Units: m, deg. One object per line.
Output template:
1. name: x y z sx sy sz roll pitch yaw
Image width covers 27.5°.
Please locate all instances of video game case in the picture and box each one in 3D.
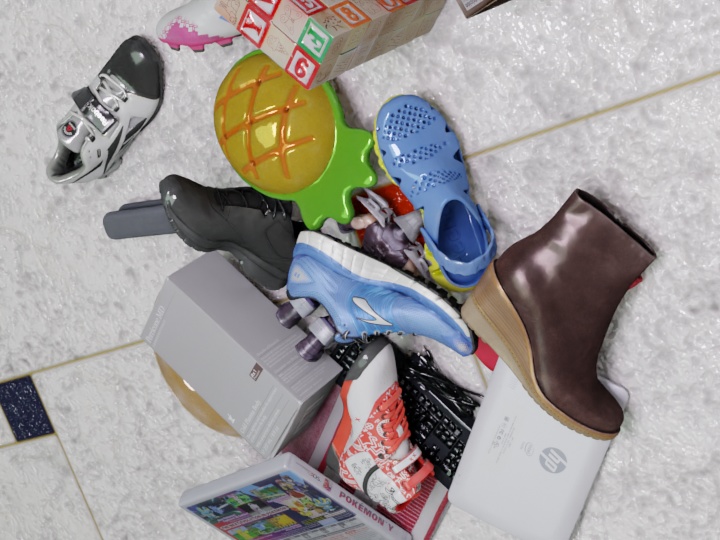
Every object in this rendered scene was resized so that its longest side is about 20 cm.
1. video game case: -0.073 0.271 1.597 0.182 0.023 0.199 38 141 -25

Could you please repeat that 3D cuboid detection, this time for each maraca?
1. maraca: -0.065 -0.129 1.429 0.200 0.107 0.138 43 116 20

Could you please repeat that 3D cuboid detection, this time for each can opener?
1. can opener: -0.196 -0.049 1.595 0.198 0.053 0.067 0 110 35

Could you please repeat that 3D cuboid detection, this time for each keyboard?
1. keyboard: 0.051 0.133 1.494 0.200 0.040 0.104 41 113 14

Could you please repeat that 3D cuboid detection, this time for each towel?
1. towel: 0.010 0.202 1.577 0.199 0.023 0.145 35 126 18

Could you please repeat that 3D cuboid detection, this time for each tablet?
1. tablet: 0.170 0.174 1.435 0.129 0.014 0.201 24 118 13

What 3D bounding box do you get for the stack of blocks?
1. stack of blocks: -0.020 -0.242 1.293 0.115 0.200 0.059 42 130 14

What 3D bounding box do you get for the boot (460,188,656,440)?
1. boot: 0.207 0.045 1.321 0.200 0.072 0.166 43 114 -8

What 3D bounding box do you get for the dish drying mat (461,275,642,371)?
1. dish drying mat: 0.172 0.024 1.390 0.200 0.018 0.077 -37 87 38

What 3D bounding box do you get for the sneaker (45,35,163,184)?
1. sneaker: -0.279 -0.163 1.585 0.074 0.088 0.201 43 126 14

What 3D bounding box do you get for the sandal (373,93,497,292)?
1. sandal: 0.076 -0.071 1.363 0.079 0.087 0.201 -29 101 -5

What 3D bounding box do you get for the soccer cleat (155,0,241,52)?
1. soccer cleat: -0.118 -0.267 1.437 0.198 0.070 0.087 0 118 27

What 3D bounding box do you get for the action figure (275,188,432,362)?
1. action figure: 0.000 0.000 1.470 0.200 0.069 0.131 -43 76 24

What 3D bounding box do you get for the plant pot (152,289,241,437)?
1. plant pot: -0.149 0.089 1.638 0.199 0.027 0.202 15 117 31

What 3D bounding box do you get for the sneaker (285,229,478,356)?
1. sneaker: 0.019 0.038 1.394 0.199 0.079 0.090 25 95 12

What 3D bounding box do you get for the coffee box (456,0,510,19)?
1. coffee box: 0.093 -0.326 1.235 0.079 0.114 0.201 -28 94 39

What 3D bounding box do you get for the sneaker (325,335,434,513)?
1. sneaker: 0.032 0.159 1.466 0.108 0.067 0.202 35 138 20

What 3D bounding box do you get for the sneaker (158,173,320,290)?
1. sneaker: -0.119 -0.056 1.475 0.091 0.199 0.076 -37 51 22

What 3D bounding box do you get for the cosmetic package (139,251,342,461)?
1. cosmetic package: -0.127 0.086 1.549 0.200 0.090 0.107 39 131 12
